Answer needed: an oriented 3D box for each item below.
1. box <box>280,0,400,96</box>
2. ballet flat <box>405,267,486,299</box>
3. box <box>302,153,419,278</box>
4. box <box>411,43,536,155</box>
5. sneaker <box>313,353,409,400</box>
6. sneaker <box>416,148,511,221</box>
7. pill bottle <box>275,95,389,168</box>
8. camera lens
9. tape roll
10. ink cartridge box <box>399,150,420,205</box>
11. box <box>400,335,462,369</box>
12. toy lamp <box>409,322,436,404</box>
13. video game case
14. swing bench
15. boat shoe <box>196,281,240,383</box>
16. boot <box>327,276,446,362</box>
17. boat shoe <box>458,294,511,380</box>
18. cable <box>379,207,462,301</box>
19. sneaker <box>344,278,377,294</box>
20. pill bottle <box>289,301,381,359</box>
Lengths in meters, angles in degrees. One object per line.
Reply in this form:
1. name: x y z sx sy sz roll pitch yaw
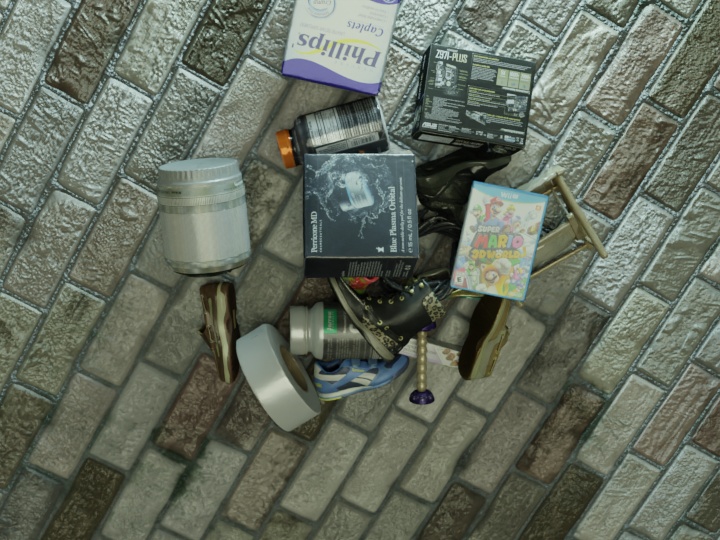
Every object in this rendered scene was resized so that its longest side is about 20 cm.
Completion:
1. box: -0.035 -0.430 1.635 0.184 0.105 0.200 11 104 -7
2. ballet flat: 0.186 0.026 1.793 0.200 0.071 0.071 -2 105 -1
3. box: -0.002 -0.095 1.610 0.200 0.117 0.197 -1 73 -3
4. box: 0.206 -0.311 1.673 0.200 0.086 0.164 8 87 -6
5. sneaker: -0.001 0.195 1.822 0.200 0.074 0.082 -17 103 -1
6. sneaker: 0.196 -0.168 1.743 0.199 0.076 0.114 -23 129 -15
7. pill bottle: -0.054 -0.247 1.682 0.200 0.106 0.106 -15 105 0
8. camera lens: -0.287 -0.097 1.676 0.160 0.160 0.200 -5 105 -3
9. tape roll: -0.156 0.203 1.745 0.071 0.202 0.203 -31 105 5
10. ink cartridge box: 0.019 -0.146 1.734 0.200 0.068 0.116 -17 106 0
11. box: 0.157 0.165 1.842 0.200 0.041 0.039 16 103 -9
12. toy lamp: 0.121 0.162 1.788 0.058 0.058 0.200 -3 103 -3
13. video game case: 0.254 -0.053 1.677 0.143 0.018 0.200 11 99 -2
14. swing bench: 0.331 -0.072 1.750 0.199 0.130 0.200 -30 100 4
15. boat shoe: -0.281 0.120 1.787 0.075 0.075 0.203 0 99 10
16. boot: 0.048 0.052 1.680 0.154 0.073 0.204 -36 107 1
17. boat shoe: 0.253 0.125 1.783 0.066 0.074 0.200 6 118 -28
18. cable: 0.124 -0.013 1.759 0.163 0.051 0.200 43 84 11
19. sneaker: 0.000 0.000 1.731 0.078 0.090 0.200 -1 137 -19
20. pill bottle: -0.038 0.117 1.776 0.200 0.113 0.113 0 105 -5
